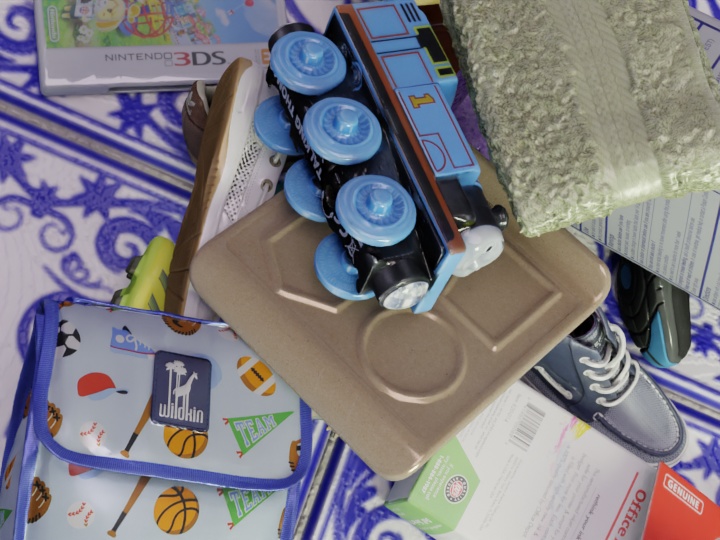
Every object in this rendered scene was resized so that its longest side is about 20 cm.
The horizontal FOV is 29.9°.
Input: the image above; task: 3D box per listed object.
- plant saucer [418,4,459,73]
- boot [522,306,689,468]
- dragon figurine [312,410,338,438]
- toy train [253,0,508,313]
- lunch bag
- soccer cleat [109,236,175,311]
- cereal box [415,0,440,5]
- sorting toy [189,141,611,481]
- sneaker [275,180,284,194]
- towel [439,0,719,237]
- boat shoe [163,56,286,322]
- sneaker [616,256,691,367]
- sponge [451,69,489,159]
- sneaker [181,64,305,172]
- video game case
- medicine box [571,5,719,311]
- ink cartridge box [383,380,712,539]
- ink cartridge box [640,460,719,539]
[{"bbox_3d":[0.076,-0.113,1.012,0.199,0.032,0.201,3,77,-15],"label":"plant saucer"},{"bbox_3d":[0.166,0.071,0.962,0.200,0.090,0.073,37,71,-4],"label":"boot"},{"bbox_3d":[-0.013,0.065,0.923,0.200,0.099,0.059,-27,110,-28],"label":"dragon figurine"},{"bbox_3d":[0.013,-0.070,0.797,0.114,0.087,0.201,-13,62,-23],"label":"toy train"},{"bbox_3d":[-0.124,0.124,0.791,0.169,0.124,0.201,11,90,-22],"label":"lunch bag"},{"bbox_3d":[-0.137,0.079,0.895,0.083,0.065,0.201,12,79,-11],"label":"soccer cleat"},{"bbox_3d":[0.064,-0.243,0.965,0.143,0.200,0.040,-9,123,-17],"label":"cereal box"},{"bbox_3d":[0.026,0.008,0.822,0.200,0.037,0.185,-39,72,-26],"label":"sorting toy"},{"bbox_3d":[0.000,0.000,0.900,0.200,0.072,0.080,26,40,31],"label":"sneaker"},{"bbox_3d":[0.133,-0.123,0.802,0.148,0.037,0.201,-15,65,5],"label":"towel"},{"bbox_3d":[-0.075,-0.031,0.858,0.069,0.071,0.201,16,86,-20],"label":"boat shoe"},{"bbox_3d":[0.237,-0.027,1.013,0.082,0.073,0.201,1,78,-14],"label":"sneaker"},{"bbox_3d":[0.099,-0.098,0.953,0.200,0.030,0.112,-54,130,-19],"label":"sponge"},{"bbox_3d":[-0.023,-0.112,0.924,0.199,0.076,0.071,-14,61,-6],"label":"sneaker"},{"bbox_3d":[-0.148,-0.228,0.982,0.181,0.022,0.201,-4,79,-16],"label":"video game case"},{"bbox_3d":[0.225,-0.069,0.884,0.200,0.182,0.103,32,76,19],"label":"medicine box"},{"bbox_3d":[0.132,0.166,0.944,0.200,0.067,0.117,33,70,-5],"label":"ink cartridge box"},{"bbox_3d":[0.256,0.248,0.898,0.200,0.043,0.174,37,58,-24],"label":"ink cartridge box"}]
